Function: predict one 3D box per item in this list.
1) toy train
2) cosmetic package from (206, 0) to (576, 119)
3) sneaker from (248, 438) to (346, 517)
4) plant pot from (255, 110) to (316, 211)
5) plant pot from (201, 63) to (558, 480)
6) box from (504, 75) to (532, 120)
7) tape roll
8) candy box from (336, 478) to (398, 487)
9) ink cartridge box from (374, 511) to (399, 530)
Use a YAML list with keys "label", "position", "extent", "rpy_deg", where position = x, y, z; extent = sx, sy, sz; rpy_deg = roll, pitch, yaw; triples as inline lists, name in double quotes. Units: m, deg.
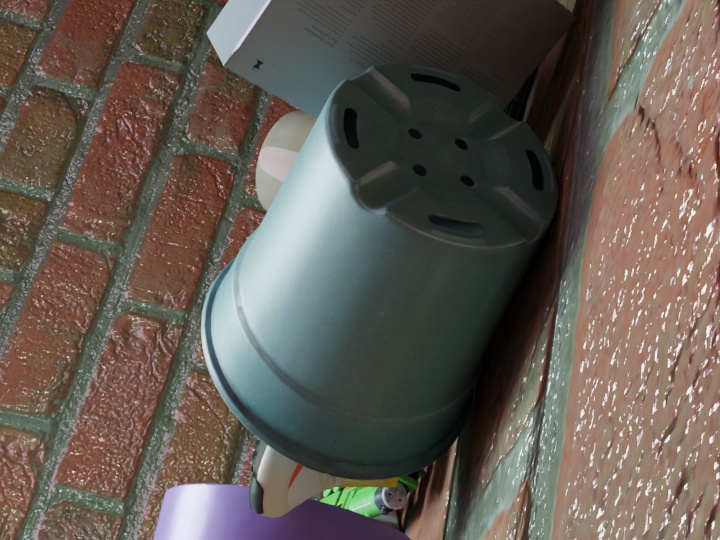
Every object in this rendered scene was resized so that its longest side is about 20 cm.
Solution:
- label: "toy train"
  position: [0.003, 0.199, 1.025]
  extent: [0.057, 0.041, 0.200]
  rpy_deg: [-64, 9, -26]
- label: "cosmetic package"
  position: [0.023, -0.159, 0.753]
  extent: [0.151, 0.199, 0.052]
  rpy_deg: [-52, 40, 16]
- label: "sneaker"
  position: [0.005, 0.105, 0.797]
  extent: [0.200, 0.092, 0.071]
  rpy_deg: [-41, -37, -48]
- label: "plant pot"
  position: [-0.010, -0.094, 1.241]
  extent: [0.200, 0.172, 0.203]
  rpy_deg: [-39, -41, -44]
- label: "plant pot"
  position: [0.017, -0.008, 0.730]
  extent: [0.202, 0.198, 0.197]
  rpy_deg: [-77, 10, -45]
- label: "box"
  position: [0.086, -0.138, 1.017]
  extent: [0.164, 0.085, 0.202]
  rpy_deg: [-80, 4, -61]
- label: "tape roll"
  position: [-0.060, 0.229, 0.861]
  extent: [0.200, 0.197, 0.086]
  rpy_deg: [108, 175, -67]
- label: "candy box"
  position: [0.015, 0.075, 0.930]
  extent: [0.102, 0.026, 0.202]
  rpy_deg: [-14, 52, 50]
- label: "ink cartridge box"
  position: [0.010, 0.272, 1.045]
  extent: [0.200, 0.037, 0.096]
  rpy_deg: [-71, -4, -85]
